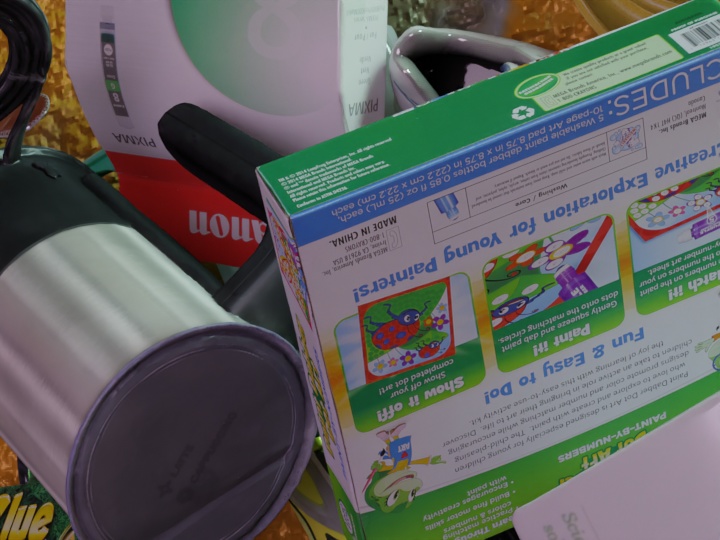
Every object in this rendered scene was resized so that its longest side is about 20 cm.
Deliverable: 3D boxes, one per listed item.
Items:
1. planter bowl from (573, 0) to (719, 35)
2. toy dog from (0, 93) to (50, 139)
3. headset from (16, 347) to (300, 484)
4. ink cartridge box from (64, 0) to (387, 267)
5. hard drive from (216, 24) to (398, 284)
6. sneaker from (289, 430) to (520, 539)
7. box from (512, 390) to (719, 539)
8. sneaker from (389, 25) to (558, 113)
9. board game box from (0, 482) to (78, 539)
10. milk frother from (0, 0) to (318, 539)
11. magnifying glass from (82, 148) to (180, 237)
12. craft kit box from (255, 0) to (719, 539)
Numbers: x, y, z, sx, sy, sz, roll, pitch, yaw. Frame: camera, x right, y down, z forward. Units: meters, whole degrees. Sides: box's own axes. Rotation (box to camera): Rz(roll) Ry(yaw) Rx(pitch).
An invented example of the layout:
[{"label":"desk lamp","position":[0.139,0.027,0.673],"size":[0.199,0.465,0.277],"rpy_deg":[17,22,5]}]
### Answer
[{"label":"planter bowl","position":[0.160,-0.183,0.949],"size":[0.200,0.083,0.201],"rpy_deg":[-5,78,26]},{"label":"toy dog","position":[-0.178,-0.035,1.096],"size":[0.096,0.132,0.201],"rpy_deg":[0,55,-12]},{"label":"headset","position":[-0.102,0.079,1.065],"size":[0.200,0.094,0.124],"rpy_deg":[-28,74,34]},{"label":"ink cartridge box","position":[-0.065,-0.066,1.020],"size":[0.160,0.050,0.201],"rpy_deg":[9,103,32]},{"label":"hard drive","position":[0.000,0.000,1.058],"size":[0.132,0.026,0.201],"rpy_deg":[-31,74,22]},{"label":"sneaker","position":[0.031,0.135,1.004],"size":[0.200,0.075,0.076],"rpy_deg":[56,144,0]},{"label":"box","position":[0.208,0.133,0.859],"size":[0.200,0.171,0.200],"rpy_deg":[-32,73,21]},{"label":"sneaker","position":[0.099,-0.059,0.972],"size":[0.199,0.087,0.075],"rpy_deg":[15,85,17]},{"label":"board game box","position":[-0.168,0.154,1.065],"size":[0.200,0.023,0.105],"rpy_deg":[-15,51,53]},{"label":"milk frother","position":[-0.128,-0.004,0.915],"size":[0.188,0.200,0.181],"rpy_deg":[37,100,47]},{"label":"magnifying glass","position":[-0.096,-0.059,1.085],"size":[0.080,0.022,0.200],"rpy_deg":[51,122,26]},{"label":"craft kit box","position":[0.072,0.011,0.889],"size":[0.199,0.198,0.049],"rpy_deg":[-21,36,-12]}]
